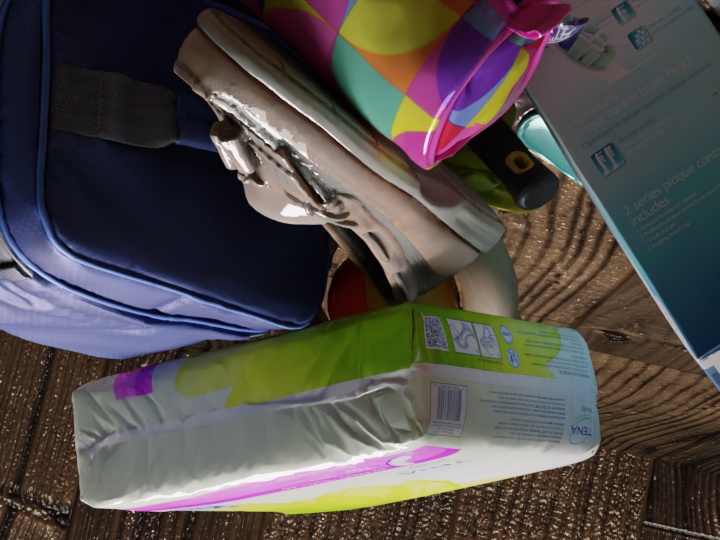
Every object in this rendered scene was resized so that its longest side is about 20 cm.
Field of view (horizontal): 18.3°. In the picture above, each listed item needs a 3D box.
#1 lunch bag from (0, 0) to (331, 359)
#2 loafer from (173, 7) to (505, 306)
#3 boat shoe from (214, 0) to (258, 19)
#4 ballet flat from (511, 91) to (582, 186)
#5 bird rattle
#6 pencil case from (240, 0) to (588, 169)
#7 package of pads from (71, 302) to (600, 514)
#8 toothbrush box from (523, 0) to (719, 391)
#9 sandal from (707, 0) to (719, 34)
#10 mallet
[{"bbox_3d":[-0.094,-0.041,0.934,0.132,0.137,0.199,-8,164,40],"label":"lunch bag"},{"bbox_3d":[-0.012,-0.034,0.879,0.072,0.063,0.200,48,-170,37],"label":"loafer"},{"bbox_3d":[-0.115,-0.158,1.044,0.199,0.061,0.074,23,-163,30],"label":"boat shoe"},{"bbox_3d":[0.083,-0.103,1.146,0.199,0.073,0.068,26,144,-17],"label":"ballet flat"},{"bbox_3d":[0.000,0.000,1.094,0.199,0.164,0.113,-21,-161,12],"label":"bird rattle"},{"bbox_3d":[-0.011,-0.129,0.837,0.200,0.088,0.088,41,177,14],"label":"pencil case"},{"bbox_3d":[-0.008,0.069,1.022,0.199,0.069,0.154,-14,166,35],"label":"package of pads"},{"bbox_3d":[0.137,-0.055,0.991,0.085,0.201,0.146,-32,165,7],"label":"toothbrush box"},{"bbox_3d":[0.183,-0.126,0.955,0.079,0.059,0.207,-33,129,11],"label":"sandal"},{"bbox_3d":[0.020,-0.088,1.005,0.065,0.201,0.041,-23,137,-6],"label":"mallet"}]
